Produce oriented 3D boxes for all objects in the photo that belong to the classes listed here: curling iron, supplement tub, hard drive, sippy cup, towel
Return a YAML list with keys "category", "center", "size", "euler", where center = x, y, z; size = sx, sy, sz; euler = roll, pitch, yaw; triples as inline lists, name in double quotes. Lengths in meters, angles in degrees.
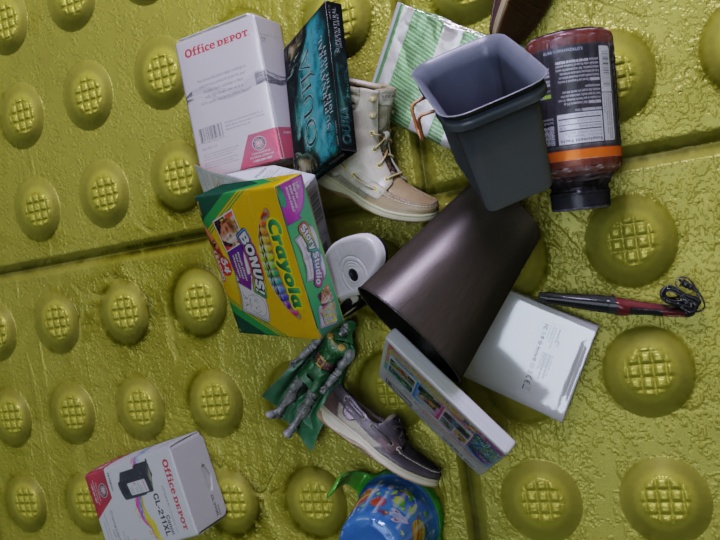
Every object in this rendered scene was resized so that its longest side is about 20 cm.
- category: "curling iron"
  center: [0.319, 0.034, 0.942]
  size: [0.195, 0.025, 0.051]
  euler: [-1, 103, 23]
- category: "supplement tub"
  center: [0.254, -0.175, 0.905]
  size: [0.104, 0.106, 0.206]
  euler: [-3, 95, 24]
- category: "hard drive"
  center: [0.197, 0.096, 1.006]
  size: [0.196, 0.026, 0.135]
  euler: [23, 105, 21]
- category: "sippy cup"
  center: [0.035, 0.363, 1.054]
  size: [0.173, 0.130, 0.144]
  euler: [2, 98, 23]
- category: "towel"
  center: [0.111, -0.250, 1.007]
  size: [0.197, 0.023, 0.156]
  euler: [26, 107, 18]

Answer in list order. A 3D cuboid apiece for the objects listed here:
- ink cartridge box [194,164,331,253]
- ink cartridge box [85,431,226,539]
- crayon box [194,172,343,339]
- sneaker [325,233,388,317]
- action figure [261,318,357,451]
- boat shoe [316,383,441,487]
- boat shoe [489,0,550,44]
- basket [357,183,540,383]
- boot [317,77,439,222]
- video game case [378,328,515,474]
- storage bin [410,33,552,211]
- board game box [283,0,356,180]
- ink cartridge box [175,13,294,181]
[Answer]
- category: "ink cartridge box"
  center: [-0.134, -0.076, 1.089]
  size: [0.197, 0.047, 0.163]
  euler: [19, 138, 32]
- category: "ink cartridge box"
  center: [-0.336, 0.367, 1.249]
  size: [0.196, 0.082, 0.149]
  euler: [-22, 86, 25]
- category: "crayon box"
  center: [-0.122, -0.016, 1.008]
  size: [0.170, 0.058, 0.205]
  euler: [0, 113, 45]
- category: "sneaker"
  center: [0.000, 0.000, 1.028]
  size: [0.074, 0.111, 0.200]
  euler: [56, 138, 11]
- category: "action figure"
  center: [-0.065, 0.151, 1.119]
  size: [0.118, 0.054, 0.202]
  euler: [39, 106, 18]
- category: "boat shoe"
  center: [0.033, 0.231, 1.071]
  size: [0.197, 0.072, 0.066]
  euler: [30, 91, 12]
- category: "boat shoe"
  center: [0.199, -0.378, 0.935]
  size: [0.072, 0.071, 0.205]
  euler: [37, 116, 48]
- category: "basket"
  center: [0.120, 0.004, 0.939]
  size: [0.201, 0.135, 0.180]
  euler: [-49, 117, -10]
- category: "boot"
  center: [0.030, -0.162, 1.014]
  size: [0.197, 0.072, 0.158]
  euler: [26, 116, 25]
- category: "video game case"
  center: [0.104, 0.175, 0.988]
  size: [0.024, 0.183, 0.200]
  euler: [-42, 75, -17]
- category: "storage bin"
  center: [0.140, -0.165, 0.883]
  size: [0.142, 0.201, 0.137]
  euler: [-21, 120, 3]
- category: "board game box"
  center: [-0.057, -0.232, 1.021]
  size: [0.134, 0.028, 0.206]
  euler: [-25, 68, 56]
- category: "ink cartridge box"
  center: [-0.171, -0.244, 1.101]
  size: [0.143, 0.082, 0.206]
  euler: [-10, 93, 25]
